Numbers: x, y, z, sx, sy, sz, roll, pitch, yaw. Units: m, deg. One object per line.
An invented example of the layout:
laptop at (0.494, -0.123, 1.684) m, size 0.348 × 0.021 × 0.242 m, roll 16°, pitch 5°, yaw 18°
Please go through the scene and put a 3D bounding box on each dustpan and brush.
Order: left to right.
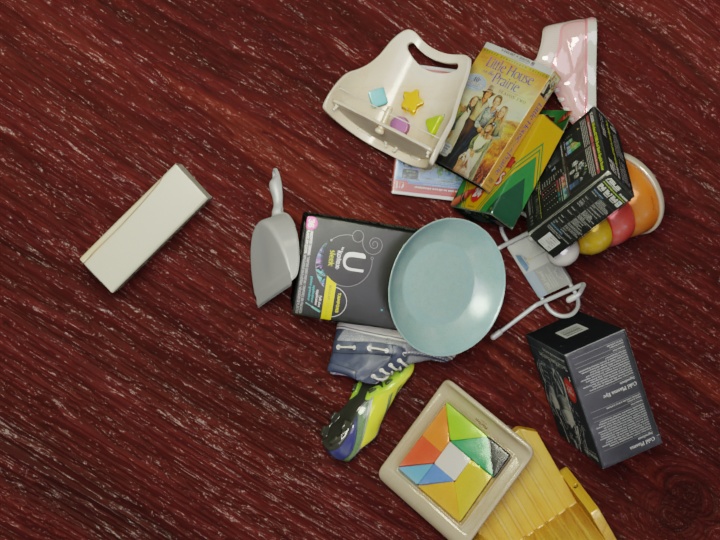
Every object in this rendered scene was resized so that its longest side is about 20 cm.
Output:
dustpan and brush at (-0.130, -0.060, 1.472) m, size 0.056 × 0.139 × 0.204 m, roll -7°, pitch 77°, yaw -31°

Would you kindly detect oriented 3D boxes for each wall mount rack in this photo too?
wall mount rack at (0.255, 0.014, 1.533) m, size 0.172 × 0.075 × 0.202 m, roll -29°, pitch 98°, yaw 36°

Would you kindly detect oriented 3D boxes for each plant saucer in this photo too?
plant saucer at (0.122, 0.023, 1.416) m, size 0.197 × 0.039 × 0.206 m, roll -4°, pitch 100°, yaw -24°

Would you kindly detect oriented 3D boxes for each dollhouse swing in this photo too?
dollhouse swing at (0.266, 0.387, 1.527) m, size 0.198 × 0.182 × 0.177 m, roll -32°, pitch 118°, yaw -1°

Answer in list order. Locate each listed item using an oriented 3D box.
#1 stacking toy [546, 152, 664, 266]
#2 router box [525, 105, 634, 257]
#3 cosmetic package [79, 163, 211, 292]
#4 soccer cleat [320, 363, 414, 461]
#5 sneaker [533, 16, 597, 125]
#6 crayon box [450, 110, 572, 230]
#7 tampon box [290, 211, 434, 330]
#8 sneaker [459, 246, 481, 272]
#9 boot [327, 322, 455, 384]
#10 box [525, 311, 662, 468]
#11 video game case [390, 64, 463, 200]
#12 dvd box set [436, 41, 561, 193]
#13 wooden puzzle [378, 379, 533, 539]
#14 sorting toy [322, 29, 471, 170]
stacking toy at (0.352, -0.076, 1.464) m, size 0.199 × 0.146 × 0.148 m, roll -36°, pitch 99°, yaw -25°
router box at (0.316, -0.133, 1.420) m, size 0.062 × 0.202 × 0.149 m, roll 38°, pitch 122°, yaw -20°
cosmetic package at (-0.320, -0.065, 1.447) m, size 0.073 × 0.104 × 0.200 m, roll 45°, pitch 89°, yaw -8°
soccer cleat at (0.018, 0.218, 1.540) m, size 0.201 × 0.064 × 0.084 m, roll -49°, pitch 132°, yaw -6°
sneaker at (0.319, -0.290, 1.508) m, size 0.102 × 0.075 × 0.205 m, roll -1°, pitch 104°, yaw 10°
crayon box at (0.229, -0.169, 1.469) m, size 0.050 × 0.127 × 0.203 m, roll 31°, pitch 85°, yaw -25°
tampon box at (0.000, 0.000, 1.473) m, size 0.196 × 0.126 × 0.153 m, roll 8°, pitch 96°, yaw -7°
sneaker at (0.141, 0.027, 1.522) m, size 0.076 × 0.089 × 0.202 m, roll 22°, pitch 114°, yaw -27°
boot at (0.048, 0.138, 1.493) m, size 0.196 × 0.073 × 0.092 m, roll 11°, pitch 78°, yaw 20°
box at (0.356, 0.179, 1.491) m, size 0.102 × 0.200 × 0.185 m, roll -22°, pitch 97°, yaw -4°
video game case at (0.127, -0.216, 1.520) m, size 0.140 × 0.017 × 0.205 m, roll 6°, pitch 95°, yaw -6°
dvd box set at (0.192, -0.234, 1.452) m, size 0.029 × 0.146 × 0.202 m, roll 30°, pitch 94°, yaw -49°
wooden puzzle at (0.148, 0.307, 1.528) m, size 0.184 × 0.037 × 0.201 m, roll 37°, pitch 94°, yaw 19°
sorting toy at (0.077, -0.266, 1.453) m, size 0.198 × 0.107 × 0.182 m, roll 29°, pitch 87°, yaw 19°
